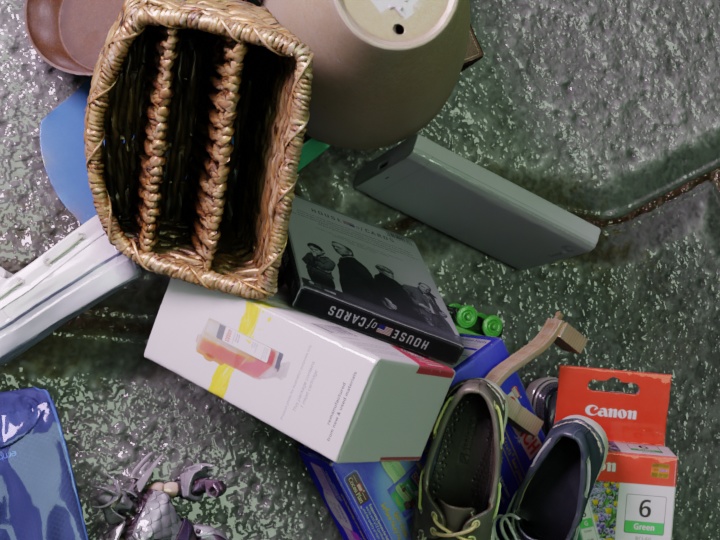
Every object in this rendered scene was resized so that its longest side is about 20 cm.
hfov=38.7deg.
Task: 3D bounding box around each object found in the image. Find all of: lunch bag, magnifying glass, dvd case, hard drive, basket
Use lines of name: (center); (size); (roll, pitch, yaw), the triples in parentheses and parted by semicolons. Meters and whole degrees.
lunch bag: (-0.278, 0.196, 0.761); (0.132, 0.136, 0.201); (-14, 89, -24)
magnifying glass: (-0.075, -0.088, 0.934); (0.200, 0.080, 0.022); (-41, 98, -13)
dvd case: (0.000, 0.000, 0.892); (0.150, 0.200, 0.025); (21, 111, -19)
hard drive: (0.107, -0.059, 0.969); (0.200, 0.132, 0.026); (25, 72, -18)
basket: (-0.129, -0.096, 0.760); (0.142, 0.149, 0.201); (4, 115, -21)

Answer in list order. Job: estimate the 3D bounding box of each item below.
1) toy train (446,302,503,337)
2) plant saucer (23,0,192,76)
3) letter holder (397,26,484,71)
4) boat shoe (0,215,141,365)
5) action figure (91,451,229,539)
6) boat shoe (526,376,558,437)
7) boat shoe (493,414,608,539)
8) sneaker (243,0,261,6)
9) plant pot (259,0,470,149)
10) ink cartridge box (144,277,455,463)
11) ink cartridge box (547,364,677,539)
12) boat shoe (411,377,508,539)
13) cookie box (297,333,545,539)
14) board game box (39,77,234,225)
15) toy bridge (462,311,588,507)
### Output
toy train: (0.047, 0.042, 0.980); (0.200, 0.042, 0.057); (20, 85, -20)
plant saucer: (-0.189, -0.241, 0.866); (0.201, 0.200, 0.034); (-68, 152, -17)
letter holder: (0.000, -0.257, 0.972); (0.142, 0.101, 0.200); (-25, 93, -22)
boat shoe: (-0.275, 0.028, 0.819); (0.200, 0.074, 0.067); (-33, 91, -17)
action figure: (-0.139, 0.230, 0.850); (0.200, 0.069, 0.130); (40, 56, -19)
boat shoe: (0.224, 0.200, 1.002); (0.074, 0.093, 0.201); (-17, 89, -25)
boat shoe: (0.156, 0.221, 0.876); (0.062, 0.075, 0.200); (-5, 120, -62)
sneaker: (-0.118, -0.217, 0.912); (0.095, 0.079, 0.201); (12, 57, -37)
plant pot: (0.011, -0.201, 0.810); (0.187, 0.200, 0.188); (0, 90, -7)
ink cartridge box: (-0.048, 0.074, 0.819); (0.145, 0.200, 0.084); (16, 97, -60)
ink cartridge box: (0.224, 0.191, 0.922); (0.109, 0.050, 0.201); (4, 94, 5)
boat shoe: (0.079, 0.189, 0.844); (0.072, 0.060, 0.202); (9, 87, 13)
cookie box: (0.070, 0.180, 0.933); (0.200, 0.075, 0.172); (-32, 108, -23)
board game box: (-0.183, -0.106, 0.904); (0.158, 0.039, 0.200); (43, 62, -7)
toy bridge: (0.131, 0.122, 0.905); (0.067, 0.027, 0.200); (36, 76, -26)
